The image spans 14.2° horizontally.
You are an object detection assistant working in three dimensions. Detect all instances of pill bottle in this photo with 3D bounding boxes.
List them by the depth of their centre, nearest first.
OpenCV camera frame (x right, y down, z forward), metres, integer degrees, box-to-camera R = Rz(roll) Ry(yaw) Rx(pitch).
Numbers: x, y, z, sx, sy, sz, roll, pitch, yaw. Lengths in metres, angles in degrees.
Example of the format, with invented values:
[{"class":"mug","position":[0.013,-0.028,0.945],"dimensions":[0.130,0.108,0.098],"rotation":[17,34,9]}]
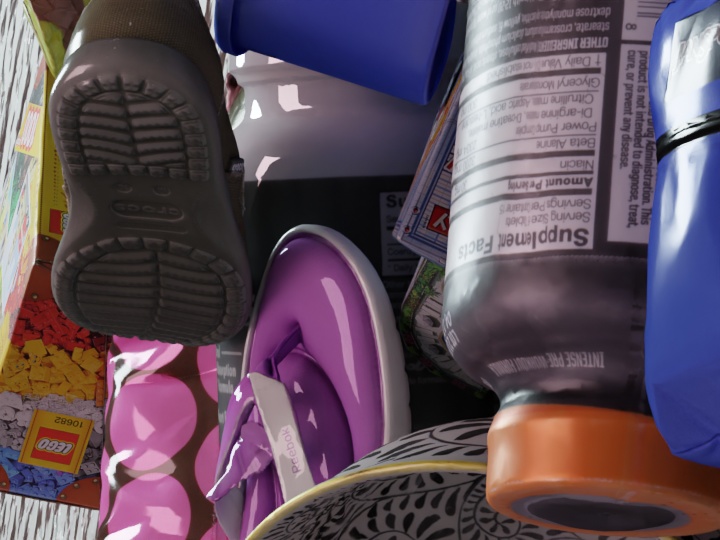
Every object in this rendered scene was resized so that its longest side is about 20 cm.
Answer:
[{"class":"pill bottle","position":[0.079,-0.026,0.836],"dimensions":[0.106,0.106,0.201],"rotation":[154,125,-63]},{"class":"pill bottle","position":[0.000,0.000,1.105],"dimensions":[0.116,0.116,0.201],"rotation":[179,88,-67]}]

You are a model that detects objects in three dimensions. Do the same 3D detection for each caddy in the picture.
[{"class":"caddy","position":[0.003,-0.153,0.971],"dimensions":[0.200,0.105,0.142],"rotation":[105,-171,-47]}]

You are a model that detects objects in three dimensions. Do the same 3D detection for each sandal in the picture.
[{"class":"sandal","position":[-0.028,0.086,1.022],"dimensions":[0.082,0.050,0.203],"rotation":[15,102,43]}]

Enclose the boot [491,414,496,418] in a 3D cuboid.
[{"class":"boot","position":[0.102,0.004,1.010],"dimensions":[0.200,0.077,0.139],"rotation":[123,165,-60]}]

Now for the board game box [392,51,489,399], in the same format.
[{"class":"board game box","position":[0.058,-0.050,0.973],"dimensions":[0.200,0.062,0.200],"rotation":[116,178,-58]}]

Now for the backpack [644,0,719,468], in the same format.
[{"class":"backpack","position":[0.162,-0.039,0.732],"dimensions":[0.162,0.167,0.201],"rotation":[-17,65,58]}]

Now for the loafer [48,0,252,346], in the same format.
[{"class":"loafer","position":[-0.069,-0.037,1.015],"dimensions":[0.200,0.075,0.070],"rotation":[99,179,-60]}]

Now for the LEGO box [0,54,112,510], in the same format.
[{"class":"LEGO box","position":[-0.152,0.002,1.527],"dimensions":[0.200,0.077,0.149],"rotation":[-96,23,-54]}]

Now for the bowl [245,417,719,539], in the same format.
[{"class":"bowl","position":[0.059,0.116,0.962],"dimensions":[0.201,0.200,0.094],"rotation":[-63,-1,40]}]

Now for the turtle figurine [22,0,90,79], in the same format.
[{"class":"turtle figurine","position":[-0.069,-0.138,1.268],"dimensions":[0.200,0.161,0.065],"rotation":[-144,32,-78]}]

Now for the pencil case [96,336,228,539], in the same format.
[{"class":"pencil case","position":[-0.078,0.108,1.360],"dimensions":[0.094,0.090,0.201],"rotation":[136,138,-57]}]

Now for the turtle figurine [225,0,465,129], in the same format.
[{"class":"turtle figurine","position":[-0.013,-0.063,1.244],"dimensions":[0.200,0.100,0.150],"rotation":[-144,68,-73]}]
